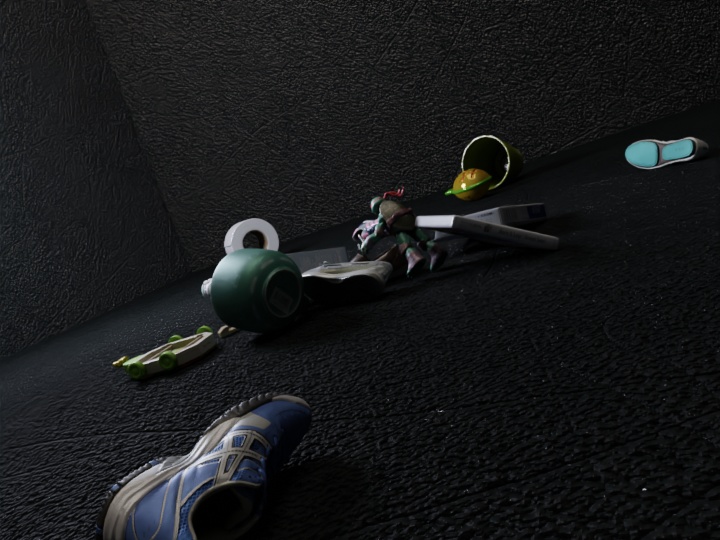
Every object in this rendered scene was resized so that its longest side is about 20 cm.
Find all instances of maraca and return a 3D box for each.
[{"bbox_3d":[0.379,-0.299,2.144,0.137,0.107,0.200,-25,9,-21],"label":"maraca"}]

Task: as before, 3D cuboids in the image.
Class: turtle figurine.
[{"bbox_3d":[0.067,-0.076,1.158,0.149,0.200,0.101,-28,-31,-24],"label":"turtle figurine"}]

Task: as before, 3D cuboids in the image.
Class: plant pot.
[{"bbox_3d":[0.523,-0.409,2.327,0.200,0.201,0.193,-12,-1,42],"label":"plant pot"}]

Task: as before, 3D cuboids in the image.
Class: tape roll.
[{"bbox_3d":[-0.455,-0.112,2.548,0.202,0.203,0.139,-23,9,-22],"label":"tape roll"}]

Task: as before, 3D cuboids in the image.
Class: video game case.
[{"bbox_3d":[0.206,-0.066,1.037,0.181,0.024,0.200,11,2,-12],"label":"video game case"}]

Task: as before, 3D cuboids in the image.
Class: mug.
[{"bbox_3d":[-0.165,0.033,1.115,0.114,0.153,0.185,4,19,42],"label":"mug"}]

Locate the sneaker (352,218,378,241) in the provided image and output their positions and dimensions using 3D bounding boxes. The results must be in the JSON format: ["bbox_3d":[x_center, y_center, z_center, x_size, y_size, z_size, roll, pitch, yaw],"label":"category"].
[{"bbox_3d":[0.050,-0.129,2.015,0.082,0.070,0.200,-44,17,-29],"label":"sneaker"}]

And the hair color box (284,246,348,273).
[{"bbox_3d":[-0.131,0.007,1.271,0.199,0.061,0.099,-9,-19,-21],"label":"hair color box"}]

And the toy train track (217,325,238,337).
[{"bbox_3d":[-0.208,0.086,1.283,0.200,0.033,0.115,-24,9,-23],"label":"toy train track"}]

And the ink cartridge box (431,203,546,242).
[{"bbox_3d":[0.248,-0.097,1.252,0.200,0.041,0.199,-12,-1,41],"label":"ink cartridge box"}]

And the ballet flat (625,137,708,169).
[{"bbox_3d":[0.704,-0.269,1.400,0.069,0.070,0.200,-22,13,-19],"label":"ballet flat"}]

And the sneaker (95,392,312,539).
[{"bbox_3d":[-0.095,0.161,0.469,0.077,0.076,0.200,12,25,30],"label":"sneaker"}]

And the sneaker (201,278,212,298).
[{"bbox_3d":[-0.396,0.043,1.927,0.091,0.078,0.200,11,31,43],"label":"sneaker"}]

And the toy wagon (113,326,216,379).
[{"bbox_3d":[-0.373,0.162,1.155,0.199,0.040,0.155,-18,8,16],"label":"toy wagon"}]

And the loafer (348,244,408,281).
[{"bbox_3d":[0.000,0.000,1.222,0.199,0.071,0.073,-20,8,-1],"label":"loafer"}]

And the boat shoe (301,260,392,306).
[{"bbox_3d":[-0.033,0.017,1.140,0.201,0.075,0.065,-8,31,39],"label":"boat shoe"}]
